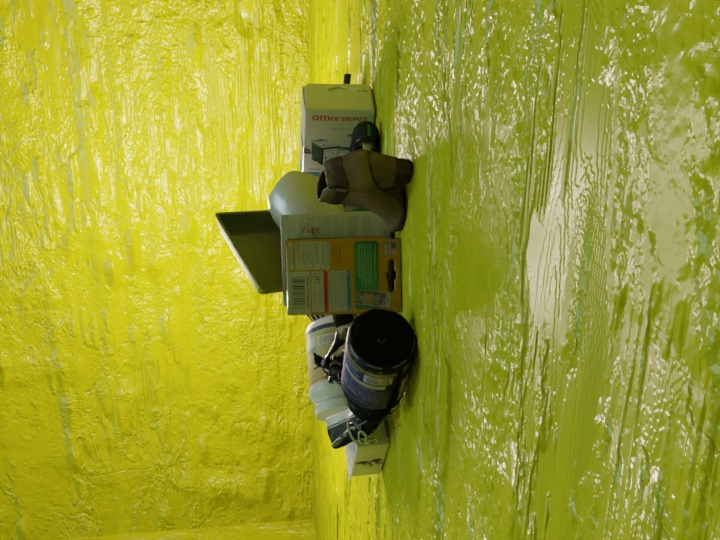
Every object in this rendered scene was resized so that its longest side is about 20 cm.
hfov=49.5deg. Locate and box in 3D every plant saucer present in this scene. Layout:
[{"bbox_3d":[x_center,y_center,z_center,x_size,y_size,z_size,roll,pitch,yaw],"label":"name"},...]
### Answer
[{"bbox_3d":[-0.157,-0.029,1.469,0.201,0.197,0.048,54,131,30],"label":"plant saucer"}]

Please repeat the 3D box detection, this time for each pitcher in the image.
[{"bbox_3d":[-0.061,-0.113,1.454,0.173,0.199,0.121,-53,-11,9],"label":"pitcher"}]

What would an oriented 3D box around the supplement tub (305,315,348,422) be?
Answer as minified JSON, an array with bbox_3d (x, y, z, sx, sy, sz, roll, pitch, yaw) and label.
[{"bbox_3d":[-0.045,0.215,1.700,0.145,0.140,0.205,103,163,-64],"label":"supplement tub"}]

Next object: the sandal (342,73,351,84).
[{"bbox_3d":[-0.012,-0.343,1.734,0.077,0.042,0.204,-90,-6,-53],"label":"sandal"}]

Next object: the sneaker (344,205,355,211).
[{"bbox_3d":[-0.010,-0.070,1.693,0.088,0.073,0.205,-129,30,-62],"label":"sneaker"}]

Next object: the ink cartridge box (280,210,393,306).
[{"bbox_3d":[-0.041,-0.020,1.386,0.050,0.194,0.167,-68,-24,-86],"label":"ink cartridge box"}]

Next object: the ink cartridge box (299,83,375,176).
[{"bbox_3d":[-0.051,-0.272,1.605,0.203,0.142,0.087,96,170,-47],"label":"ink cartridge box"}]

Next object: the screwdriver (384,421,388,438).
[{"bbox_3d":[0.040,0.227,1.537,0.029,0.027,0.205,29,-133,-64],"label":"screwdriver"}]

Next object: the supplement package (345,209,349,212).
[{"bbox_3d":[-0.098,-0.044,1.602,0.203,0.116,0.117,-59,-29,-1],"label":"supplement package"}]

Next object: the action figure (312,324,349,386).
[{"bbox_3d":[-0.012,0.177,1.494,0.119,0.103,0.198,48,156,-21],"label":"action figure"}]

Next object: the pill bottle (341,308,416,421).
[{"bbox_3d":[0.025,0.162,1.270,0.202,0.109,0.114,99,167,-53],"label":"pill bottle"}]

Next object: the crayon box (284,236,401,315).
[{"bbox_3d":[-0.028,0.009,1.337,0.052,0.194,0.129,-74,-17,-85],"label":"crayon box"}]

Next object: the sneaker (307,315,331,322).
[{"bbox_3d":[-0.087,0.031,1.697,0.076,0.113,0.205,-133,33,-61],"label":"sneaker"}]

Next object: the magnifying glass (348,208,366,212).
[{"bbox_3d":[0.003,-0.054,1.579,0.202,0.077,0.023,81,177,-56],"label":"magnifying glass"}]

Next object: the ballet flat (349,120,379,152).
[{"bbox_3d":[0.003,-0.191,1.522,0.074,0.071,0.203,-100,13,-47],"label":"ballet flat"}]

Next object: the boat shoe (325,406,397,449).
[{"bbox_3d":[0.001,0.287,1.439,0.198,0.072,0.070,-29,62,43],"label":"boat shoe"}]

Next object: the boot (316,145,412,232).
[{"bbox_3d":[0.002,-0.123,1.240,0.202,0.142,0.072,99,165,-57],"label":"boot"}]

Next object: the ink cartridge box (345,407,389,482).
[{"bbox_3d":[0.009,0.343,1.600,0.202,0.066,0.117,100,165,-55],"label":"ink cartridge box"}]

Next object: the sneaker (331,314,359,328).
[{"bbox_3d":[-0.008,0.062,1.490,0.200,0.086,0.076,-19,-82,-80],"label":"sneaker"}]
